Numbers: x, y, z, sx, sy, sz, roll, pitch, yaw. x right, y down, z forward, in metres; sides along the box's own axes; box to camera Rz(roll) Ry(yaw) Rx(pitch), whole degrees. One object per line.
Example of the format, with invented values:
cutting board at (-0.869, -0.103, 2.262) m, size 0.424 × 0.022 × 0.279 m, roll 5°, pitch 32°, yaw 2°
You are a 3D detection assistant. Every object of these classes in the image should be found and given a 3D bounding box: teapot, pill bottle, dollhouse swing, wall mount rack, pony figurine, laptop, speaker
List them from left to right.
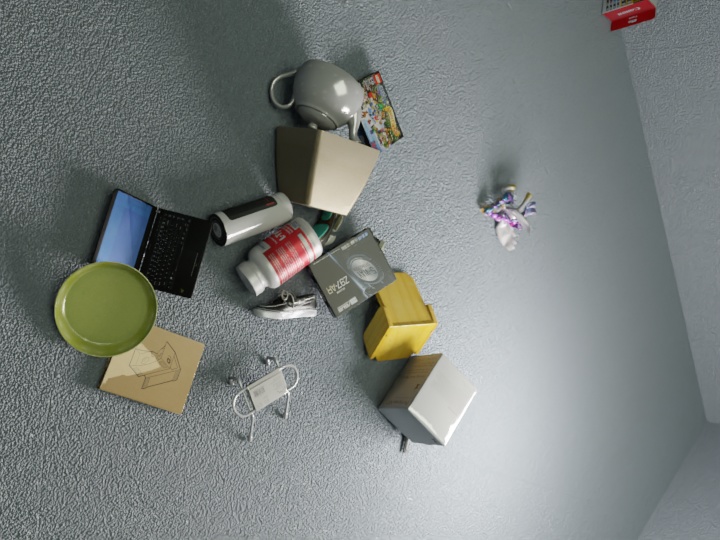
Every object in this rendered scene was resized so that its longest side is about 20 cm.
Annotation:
laptop at (-0.439, -0.056, 1.415) m, size 0.197 × 0.103 × 0.180 m, roll 14°, pitch 80°, yaw -2°
speaker at (-0.260, -0.124, 1.593) m, size 0.198 × 0.081 × 0.083 m, roll -24°, pitch 106°, yaw -38°
wall mount rack at (-0.236, 0.315, 1.627) m, size 0.199 × 0.074 × 0.176 m, roll -26°, pitch 104°, yaw -38°
pill bottle at (-0.199, -0.031, 1.614) m, size 0.199 × 0.112 × 0.113 m, roll -37°, pitch 114°, yaw -19°
teapot at (-0.098, -0.423, 1.675) m, size 0.197 × 0.198 × 0.148 m, roll 35°, pitch 79°, yaw -48°
dollhouse swing at (0.091, 0.132, 1.935) m, size 0.198 × 0.176 × 0.183 m, roll -1°, pitch 132°, yaw -41°
pony figurine at (0.508, -0.191, 2.245) m, size 0.199 × 0.167 × 0.194 m, roll -35°, pitch 80°, yaw -32°

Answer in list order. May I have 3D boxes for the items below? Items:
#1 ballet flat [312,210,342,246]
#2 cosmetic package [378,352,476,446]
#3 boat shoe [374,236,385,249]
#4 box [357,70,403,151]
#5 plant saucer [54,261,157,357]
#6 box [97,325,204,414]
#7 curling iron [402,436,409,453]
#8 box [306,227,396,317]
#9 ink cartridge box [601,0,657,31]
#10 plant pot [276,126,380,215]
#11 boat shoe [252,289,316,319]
ballet flat at (-0.087, -0.113, 1.757) m, size 0.069 × 0.067 × 0.202 m, roll 50°, pitch 60°, yaw -39°
cosmetic package at (0.194, 0.371, 1.918) m, size 0.166 × 0.167 × 0.201 m, roll 46°, pitch 62°, yaw -15°
boat shoe at (0.000, 0.000, 1.838) m, size 0.060 × 0.072 × 0.203 m, roll 26°, pitch 82°, yaw 5°
box at (0.035, -0.441, 1.879) m, size 0.136 × 0.037 × 0.202 m, roll -39°, pitch 115°, yaw -34°
plant saucer at (-0.520, 0.077, 1.363) m, size 0.197 × 0.031 × 0.204 m, roll -7°, pitch 107°, yaw -23°
box at (-0.455, 0.208, 1.462) m, size 0.199 × 0.021 × 0.166 m, roll 29°, pitch 71°, yaw -37°
curling iron at (0.163, 0.450, 2.002) m, size 0.049 × 0.025 × 0.203 m, roll 27°, pitch 72°, yaw -27°
box at (-0.025, 0.005, 1.764) m, size 0.198 × 0.043 × 0.162 m, roll -30°, pitch 97°, yaw -16°
ink cartridge box at (1.093, -1.094, 2.700) m, size 0.083 × 0.198 × 0.179 m, roll 13°, pitch 81°, yaw -39°
plant pot at (-0.099, -0.244, 1.671) m, size 0.198 × 0.199 × 0.180 m, roll 10°, pitch 95°, yaw -40°
boat shoe at (-0.186, 0.083, 1.663) m, size 0.197 × 0.073 × 0.069 m, roll 0°, pitch 94°, yaw -42°
